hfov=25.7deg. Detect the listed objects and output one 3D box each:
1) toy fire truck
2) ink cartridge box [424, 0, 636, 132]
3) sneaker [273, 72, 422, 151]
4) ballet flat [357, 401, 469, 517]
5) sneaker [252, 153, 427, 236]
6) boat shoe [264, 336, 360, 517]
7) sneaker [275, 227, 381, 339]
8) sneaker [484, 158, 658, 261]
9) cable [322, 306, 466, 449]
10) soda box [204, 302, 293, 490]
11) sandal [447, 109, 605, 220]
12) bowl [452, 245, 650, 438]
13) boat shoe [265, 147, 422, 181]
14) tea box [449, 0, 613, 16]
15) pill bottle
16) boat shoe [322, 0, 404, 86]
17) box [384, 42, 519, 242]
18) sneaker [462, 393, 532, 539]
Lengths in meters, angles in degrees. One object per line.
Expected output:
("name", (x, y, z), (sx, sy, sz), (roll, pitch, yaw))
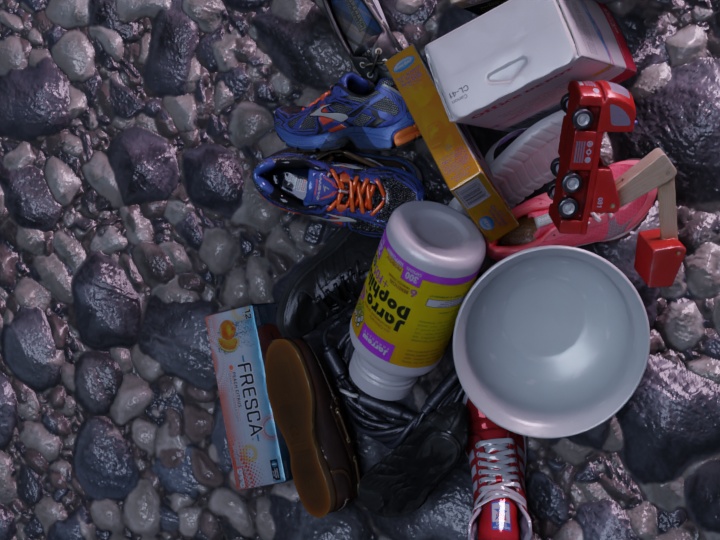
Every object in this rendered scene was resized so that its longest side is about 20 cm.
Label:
("toy fire truck", (0.256, -0.085, 1.541), (0.139, 0.049, 0.203), (1, 115, -11))
("ink cartridge box", (0.172, -0.207, 1.563), (0.146, 0.199, 0.087), (-26, 79, 23))
("sneaker", (-0.015, -0.174, 1.701), (0.198, 0.075, 0.080), (3, 107, 39))
("ballet flat", (0.060, 0.208, 1.681), (0.066, 0.057, 0.200), (40, 135, -5))
("sneaker", (-0.026, -0.079, 1.639), (0.197, 0.078, 0.076), (8, 92, 19))
("boat shoe", (-0.050, 0.166, 1.734), (0.070, 0.070, 0.203), (-5, 100, 44))
("sneaker", (0.001, 0.002, 1.686), (0.104, 0.060, 0.200), (22, 66, 46))
("sneaker", (0.213, -0.052, 1.608), (0.198, 0.087, 0.075), (-26, 81, 23))
("cable", (0.056, 0.102, 1.704), (0.198, 0.051, 0.165), (-19, 83, 24))
("soda box", (-0.116, 0.140, 1.778), (0.068, 0.063, 0.203), (-13, 86, 25))
("sandal", (0.165, -0.117, 1.643), (0.202, 0.082, 0.050), (-37, 49, 20))
("bowl", (0.190, 0.060, 1.600), (0.198, 0.091, 0.204), (1, 108, 2))
("boat shoe", (-0.034, -0.106, 1.731), (0.197, 0.072, 0.073), (2, 91, 25))
("tea box", (0.197, -0.338, 1.552), (0.198, 0.196, 0.136), (-15, 84, 24))
("pill bottle", (0.050, 0.036, 1.604), (0.104, 0.104, 0.202), (36, 129, 20))
("boat shoe", (0.013, -0.237, 1.716), (0.068, 0.056, 0.202), (-34, 76, 21))
("box", (0.087, -0.136, 1.585), (0.041, 0.119, 0.201), (-32, 56, 8))
("sneaker", (0.140, 0.216, 1.625), (0.070, 0.112, 0.203), (-8, 90, 6))
